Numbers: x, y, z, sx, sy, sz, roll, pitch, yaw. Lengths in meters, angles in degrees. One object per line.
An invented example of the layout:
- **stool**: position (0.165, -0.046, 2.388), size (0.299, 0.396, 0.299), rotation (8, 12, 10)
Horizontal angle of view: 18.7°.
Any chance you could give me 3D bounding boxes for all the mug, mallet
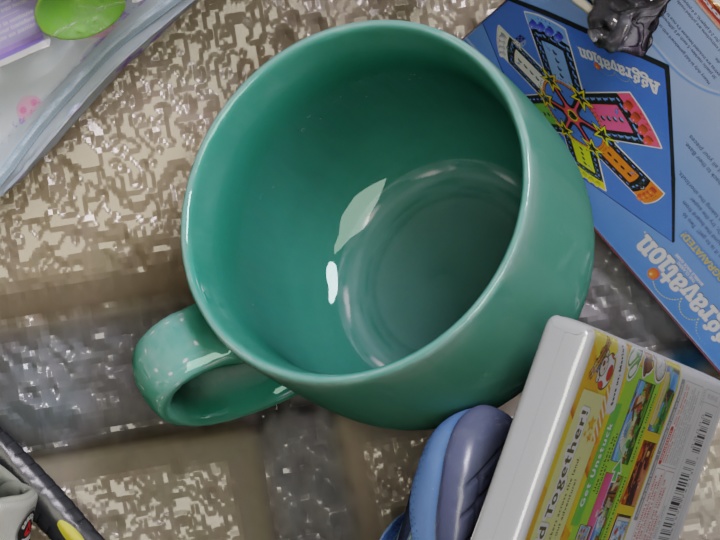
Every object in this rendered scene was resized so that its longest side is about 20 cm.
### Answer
- **mug**: position (0.005, -0.010, 0.902), size (0.184, 0.114, 0.153), rotation (-5, 71, 25)
- **mallet**: position (-0.112, 0.141, 0.943), size (0.200, 0.041, 0.066), rotation (40, 90, -1)

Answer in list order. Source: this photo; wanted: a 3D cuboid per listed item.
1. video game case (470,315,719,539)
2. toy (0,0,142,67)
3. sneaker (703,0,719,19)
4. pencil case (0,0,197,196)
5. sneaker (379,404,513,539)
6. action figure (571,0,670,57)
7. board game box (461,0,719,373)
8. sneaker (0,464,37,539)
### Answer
- **video game case**: position (0.085, 0.127, 0.897), size (0.023, 0.182, 0.201), rotation (20, 89, 28)
- **toy**: position (-0.135, -0.183, 0.866), size (0.115, 0.047, 0.201), rotation (-23, 64, 7)
- **sneaker**: position (0.228, -0.121, 0.954), size (0.199, 0.073, 0.085), rotation (2, 94, 5)
- **pencil case**: position (-0.126, -0.107, 0.908), size (0.200, 0.083, 0.091), rotation (-43, 78, -2)
- **sneaker**: position (0.022, 0.140, 0.902), size (0.082, 0.074, 0.201), rotation (24, 123, 27)
- **action figure**: position (0.039, -0.158, 0.881), size (0.199, 0.102, 0.119), rotation (21, 118, -3)
- **board game box**: position (0.139, -0.051, 0.947), size (0.103, 0.019, 0.200), rotation (-39, 96, 23)
- **sneaker**: position (-0.166, 0.131, 0.903), size (0.088, 0.074, 0.201), rotation (-21, 95, 21)
